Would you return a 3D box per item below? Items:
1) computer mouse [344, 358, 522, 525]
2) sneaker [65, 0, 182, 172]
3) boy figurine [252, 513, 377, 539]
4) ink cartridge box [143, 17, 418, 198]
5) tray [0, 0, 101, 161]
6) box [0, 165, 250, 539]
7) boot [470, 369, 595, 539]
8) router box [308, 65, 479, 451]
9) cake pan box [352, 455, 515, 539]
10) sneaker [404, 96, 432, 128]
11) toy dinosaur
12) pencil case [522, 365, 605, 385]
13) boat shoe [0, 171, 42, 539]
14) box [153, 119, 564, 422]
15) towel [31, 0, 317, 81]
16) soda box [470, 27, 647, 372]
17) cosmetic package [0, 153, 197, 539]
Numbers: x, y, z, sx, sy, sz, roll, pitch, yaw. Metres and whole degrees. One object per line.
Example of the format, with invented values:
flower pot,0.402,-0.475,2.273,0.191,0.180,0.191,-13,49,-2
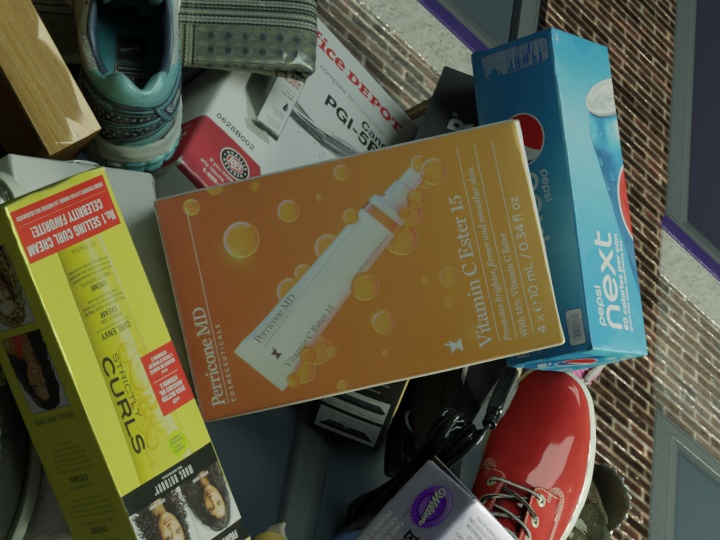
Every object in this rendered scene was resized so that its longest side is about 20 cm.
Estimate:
computer mouse,0.058,0.079,1.221,0.046,0.140,0.200,45,38,-2
sneaker,-0.131,-0.160,1.087,0.077,0.086,0.201,-6,67,-14
boy figurine,-0.037,0.209,1.082,0.200,0.064,0.125,-25,89,-53
ink cartridge box,-0.059,-0.066,1.207,0.147,0.083,0.200,45,40,-21
tray,-0.213,-0.150,1.056,0.037,0.099,0.200,-29,92,-19
box,-0.125,0.056,0.926,0.075,0.050,0.201,-27,99,-49
boot,0.090,0.152,1.157,0.144,0.072,0.201,37,71,-78
router box,0.033,-0.010,1.224,0.052,0.157,0.200,21,44,1
cake pan box,0.033,0.226,1.042,0.052,0.184,0.200,40,-8,48
sneaker,0.103,-0.080,1.333,0.070,0.200,0.109,-29,100,-28
toy dinosaur,0.138,0.186,1.299,0.102,0.077,0.200,38,40,-20
pencil case,0.123,0.022,1.317,0.083,0.086,0.200,-66,157,-11
boat shoe,-0.201,0.047,0.944,0.060,0.072,0.202,12,75,-66
box,0.000,0.000,1.051,0.097,0.199,0.125,-26,103,-89
towel,-0.126,-0.201,1.178,0.199,0.035,0.193,3,63,-10
soda box,0.122,-0.042,1.176,0.068,0.064,0.201,8,72,-50
cosmetic package,-0.154,0.047,1.020,0.107,0.085,0.201,8,62,-48
